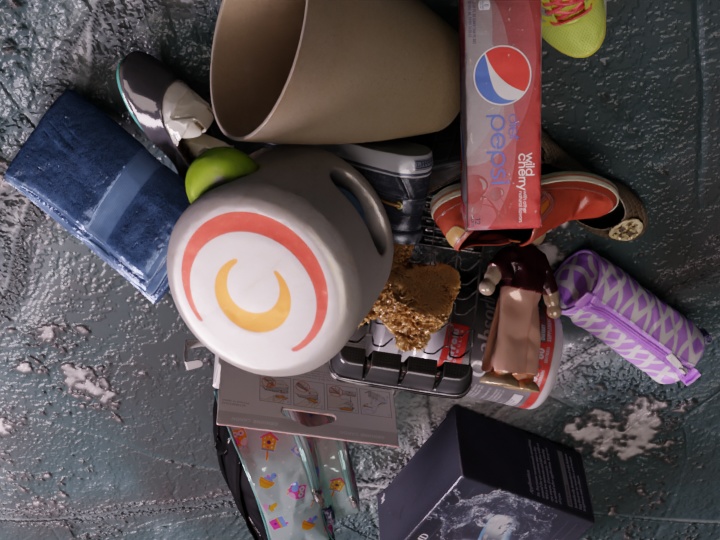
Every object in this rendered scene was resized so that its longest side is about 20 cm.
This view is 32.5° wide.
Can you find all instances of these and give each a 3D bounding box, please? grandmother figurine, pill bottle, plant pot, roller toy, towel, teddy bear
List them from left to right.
[{"bbox_3d":[-0.238,-0.073,1.186,0.199,0.049,0.112,40,101,3],"label":"towel"},{"bbox_3d":[-0.068,-0.011,1.105,0.180,0.140,0.202,18,120,11],"label":"roller toy"},{"bbox_3d":[-0.007,-0.189,1.102,0.198,0.189,0.188,10,131,-31],"label":"plant pot"},{"bbox_3d":[0.000,0.000,1.217,0.197,0.147,0.067,13,156,1],"label":"teddy bear"},{"bbox_3d":[0.111,0.077,1.355,0.197,0.117,0.117,13,129,-11],"label":"pill bottle"},{"bbox_3d":[0.164,0.020,1.279,0.060,0.203,0.121,3,170,38],"label":"grandmother figurine"}]

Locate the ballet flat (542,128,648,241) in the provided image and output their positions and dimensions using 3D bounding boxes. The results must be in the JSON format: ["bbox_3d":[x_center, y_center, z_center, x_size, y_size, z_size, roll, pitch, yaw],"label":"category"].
[{"bbox_3d":[0.225,-0.081,1.275,0.199,0.047,0.067,35,121,-28],"label":"ballet flat"}]

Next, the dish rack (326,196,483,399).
[{"bbox_3d":[0.053,0.021,1.274,0.151,0.203,0.055,9,163,-4],"label":"dish rack"}]

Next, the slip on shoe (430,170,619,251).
[{"bbox_3d":[0.165,-0.054,1.210,0.197,0.062,0.074,-7,153,-21],"label":"slip on shoe"}]

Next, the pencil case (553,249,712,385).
[{"bbox_3d":[0.297,0.057,1.373,0.199,0.086,0.084,31,120,-26],"label":"pencil case"}]

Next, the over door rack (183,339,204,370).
[{"bbox_3d":[-0.112,0.000,1.300,0.198,0.067,0.149,-21,132,-13],"label":"over door rack"}]

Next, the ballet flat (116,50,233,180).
[{"bbox_3d":[-0.161,-0.131,1.192,0.072,0.074,0.201,-16,134,10],"label":"ballet flat"}]

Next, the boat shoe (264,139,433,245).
[{"bbox_3d":[-0.023,-0.087,1.173,0.199,0.071,0.092,19,114,34],"label":"boat shoe"}]

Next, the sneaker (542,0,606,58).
[{"bbox_3d":[0.171,-0.260,1.092,0.077,0.091,0.201,-22,130,13],"label":"sneaker"}]

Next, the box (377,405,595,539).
[{"bbox_3d":[0.153,0.300,1.551,0.198,0.118,0.197,22,126,-19],"label":"box"}]

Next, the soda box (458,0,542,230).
[{"bbox_3d":[0.121,-0.139,1.074,0.069,0.064,0.203,-2,108,0],"label":"soda box"}]

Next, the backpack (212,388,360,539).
[{"bbox_3d":[-0.091,0.211,1.424,0.152,0.176,0.201,-24,132,-3],"label":"backpack"}]

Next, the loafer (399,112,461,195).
[{"bbox_3d":[0.068,-0.108,1.200,0.198,0.074,0.072,-5,147,44],"label":"loafer"}]

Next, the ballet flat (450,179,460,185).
[{"bbox_3d":[0.120,-0.142,1.216,0.063,0.076,0.201,-17,143,-31],"label":"ballet flat"}]

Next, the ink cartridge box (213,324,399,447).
[{"bbox_3d":[-0.061,0.124,1.347,0.197,0.177,0.045,9,132,-11],"label":"ink cartridge box"}]
